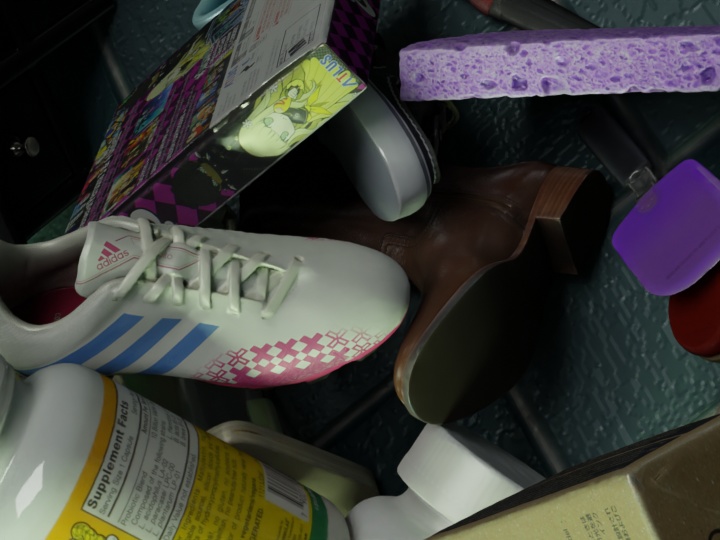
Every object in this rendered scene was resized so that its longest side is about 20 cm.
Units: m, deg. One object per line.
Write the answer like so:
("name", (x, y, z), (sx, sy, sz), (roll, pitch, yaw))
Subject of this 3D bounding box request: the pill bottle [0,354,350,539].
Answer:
("pill bottle", (-0.114, 0.111, 0.962), (0.113, 0.200, 0.113), (-47, 24, 28))

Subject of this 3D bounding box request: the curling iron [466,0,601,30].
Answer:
("curling iron", (0.077, -0.153, 1.141), (0.200, 0.026, 0.050), (40, 96, 38))

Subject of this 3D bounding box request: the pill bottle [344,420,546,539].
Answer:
("pill bottle", (0.018, 0.176, 1.012), (0.110, 0.110, 0.200), (36, 95, 38))

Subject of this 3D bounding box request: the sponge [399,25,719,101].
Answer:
("sponge", (0.131, -0.099, 1.019), (0.200, 0.111, 0.030), (2, 99, 31))

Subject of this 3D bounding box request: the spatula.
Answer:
("spatula", (0.130, -0.042, 1.010), (0.057, 0.021, 0.200), (-46, 19, 10))

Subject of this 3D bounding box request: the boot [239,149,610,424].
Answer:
("boot", (0.000, 0.000, 1.078), (0.200, 0.064, 0.186), (8, 37, 34))

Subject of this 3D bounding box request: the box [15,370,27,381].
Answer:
("box", (-0.207, 0.134, 1.047), (0.200, 0.075, 0.050), (-53, 52, 7))

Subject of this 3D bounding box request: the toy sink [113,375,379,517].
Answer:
("toy sink", (-0.113, 0.100, 1.121), (0.200, 0.130, 0.112), (-33, 57, 23))

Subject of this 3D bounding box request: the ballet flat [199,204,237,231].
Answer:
("ballet flat", (-0.091, -0.006, 1.117), (0.070, 0.069, 0.200), (-54, 8, 7))

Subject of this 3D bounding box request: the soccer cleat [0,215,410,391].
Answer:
("soccer cleat", (-0.080, 0.011, 0.975), (0.199, 0.086, 0.070), (-6, 54, 9))

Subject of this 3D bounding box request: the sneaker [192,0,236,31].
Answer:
("sneaker", (-0.038, -0.209, 1.200), (0.074, 0.082, 0.200), (3, 75, 52))

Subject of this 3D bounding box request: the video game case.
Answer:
("video game case", (-0.066, -0.087, 1.085), (0.181, 0.036, 0.200), (-38, 19, 20))

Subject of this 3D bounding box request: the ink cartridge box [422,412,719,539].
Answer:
("ink cartridge box", (0.127, 0.173, 0.870), (0.165, 0.075, 0.200), (-29, 86, 57))

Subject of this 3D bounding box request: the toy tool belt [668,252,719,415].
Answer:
("toy tool belt", (0.218, 0.077, 0.919), (0.125, 0.123, 0.200), (-58, 37, 33))

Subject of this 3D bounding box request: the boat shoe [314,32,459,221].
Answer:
("boat shoe", (0.015, -0.081, 1.098), (0.066, 0.070, 0.200), (-21, 19, -7))

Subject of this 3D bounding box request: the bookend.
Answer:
("bookend", (-0.211, -0.118, 1.277), (0.092, 0.199, 0.200), (-7, 114, 34))
